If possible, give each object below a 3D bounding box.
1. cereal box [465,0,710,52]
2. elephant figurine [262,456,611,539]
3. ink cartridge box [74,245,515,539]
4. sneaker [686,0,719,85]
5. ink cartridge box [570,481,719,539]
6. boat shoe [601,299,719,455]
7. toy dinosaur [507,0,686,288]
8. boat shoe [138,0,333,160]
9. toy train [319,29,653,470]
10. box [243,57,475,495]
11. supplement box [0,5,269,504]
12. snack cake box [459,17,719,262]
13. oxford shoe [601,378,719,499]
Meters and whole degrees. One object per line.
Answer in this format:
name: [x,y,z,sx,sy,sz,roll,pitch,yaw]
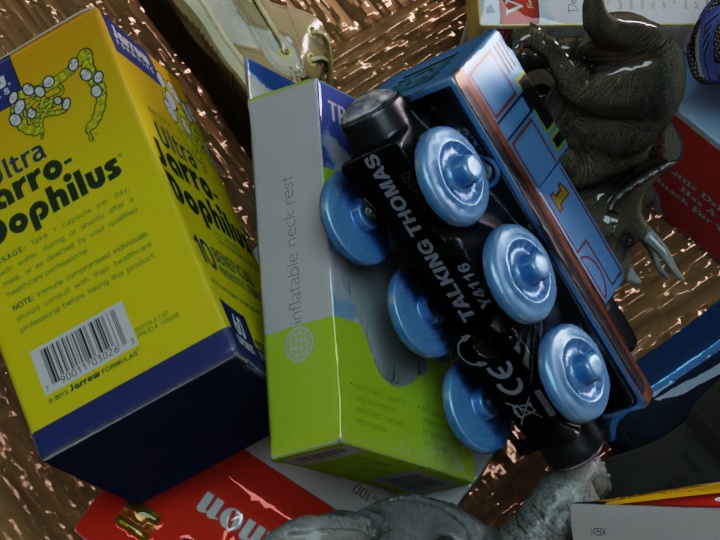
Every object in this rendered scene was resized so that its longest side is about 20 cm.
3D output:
cereal box: [0.149,-0.180,1.081,0.200,0.040,0.144,0,71,-5]
elephant figurine: [0.003,0.163,1.005,0.155,0.141,0.200,23,75,-32]
ink cartridge box: [-0.024,0.088,1.083,0.160,0.047,0.200,32,68,7]
sneaker: [0.240,-0.088,1.043,0.200,0.078,0.075,31,41,-21]
ink cartridge box: [0.201,0.132,0.959,0.200,0.175,0.084,-4,88,-30]
boat shoe: [0.216,0.043,1.116,0.200,0.084,0.069,-32,102,4]
toy dinosaur: [0.116,-0.085,1.043,0.102,0.200,0.077,1,41,-6]
boat shoe: [-0.050,-0.113,1.139,0.066,0.074,0.200,-31,71,-15]
toy train: [0.063,-0.007,0.988,0.200,0.087,0.114,57,40,-13]
box: [0.000,0.000,1.032,0.048,0.122,0.200,-16,68,30]
supplement box: [-0.119,-0.006,1.047,0.109,0.109,0.200,-29,66,9]
snack cake box: [0.152,-0.101,1.135,0.200,0.115,0.067,40,71,9]
oxford shoe: [0.157,0.117,1.062,0.200,0.071,0.071,-36,61,16]
